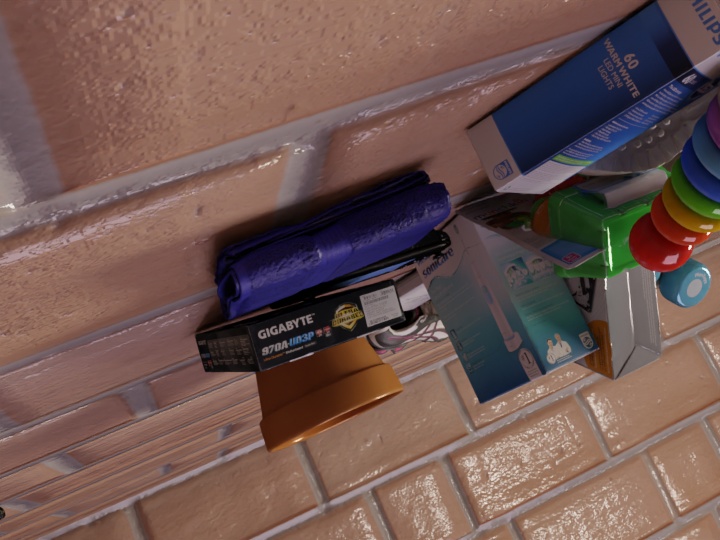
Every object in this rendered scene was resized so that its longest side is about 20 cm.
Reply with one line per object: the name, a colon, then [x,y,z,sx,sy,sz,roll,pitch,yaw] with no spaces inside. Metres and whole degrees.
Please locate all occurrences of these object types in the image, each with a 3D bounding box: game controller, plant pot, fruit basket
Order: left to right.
plant pot: [-0.058,0.141,1.098,0.199,0.141,0.200,-23,168,-5]
game controller: [0.000,0.000,0.852,0.199,0.042,0.104,-17,166,-30]
fruit basket: [0.221,-0.069,0.815,0.184,0.094,0.200,-20,-149,-18]

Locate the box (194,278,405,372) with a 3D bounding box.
box: [-0.069,0.060,0.834,0.158,0.046,0.200,-17,-179,-26]

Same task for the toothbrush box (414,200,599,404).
toothbrush box: [0.161,0.035,0.940,0.085,0.201,0.146,-19,166,-28]

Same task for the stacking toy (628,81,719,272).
stacking toy: [0.275,-0.064,0.641,0.085,0.086,0.200,-19,152,-25]

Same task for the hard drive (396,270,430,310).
hard drive: [0.111,0.009,1.146,0.200,0.026,0.132,-34,165,35]

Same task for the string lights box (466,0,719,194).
string lights box: [0.194,-0.134,0.628,0.200,0.059,0.103,-33,166,31]

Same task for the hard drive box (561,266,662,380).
hard drive box: [0.250,0.019,0.958,0.076,0.157,0.200,-20,-160,-22]

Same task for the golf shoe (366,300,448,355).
golf shoe: [0.103,0.079,1.318,0.199,0.077,0.088,-21,160,-21]

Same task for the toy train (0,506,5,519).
toy train: [-0.718,0.477,1.475,0.199,0.034,0.046,-31,179,22]

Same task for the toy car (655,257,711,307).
toy car: [0.365,-0.085,1.047,0.176,0.184,0.201,13,105,-28]

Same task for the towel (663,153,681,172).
towel: [0.343,-0.121,0.920,0.199,0.023,0.153,-28,-163,17]

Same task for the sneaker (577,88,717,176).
sneaker: [0.269,-0.132,0.769,0.199,0.077,0.080,-20,177,-15]

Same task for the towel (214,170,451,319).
towel: [-0.030,-0.022,0.700,0.199,0.050,0.148,-22,175,-18]
